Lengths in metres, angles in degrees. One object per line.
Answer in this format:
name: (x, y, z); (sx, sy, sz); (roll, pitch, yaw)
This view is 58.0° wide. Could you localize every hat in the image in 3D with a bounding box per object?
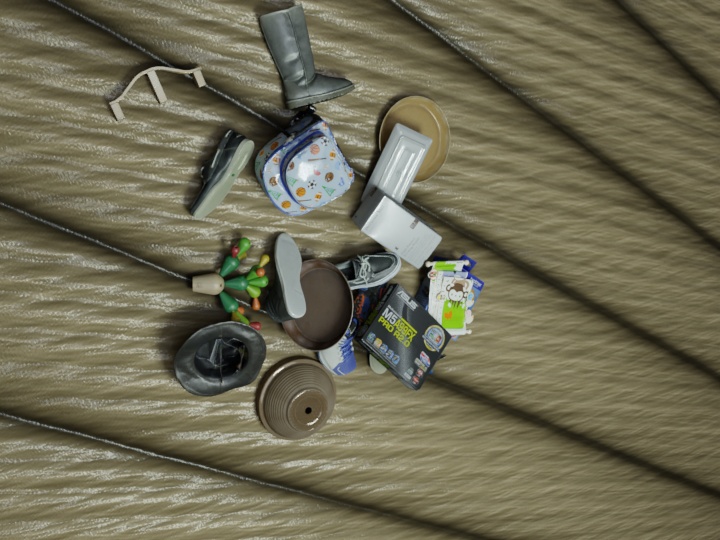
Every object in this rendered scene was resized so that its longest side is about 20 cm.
hat: (-0.306, 0.173, 1.404); (0.197, 0.081, 0.204); (-11, 123, -18)

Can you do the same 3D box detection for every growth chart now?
growth chart: (0.223, 0.068, 1.605); (0.142, 0.018, 0.204); (-8, 103, -24)

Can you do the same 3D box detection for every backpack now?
backpack: (-0.123, -0.212, 1.388); (0.189, 0.154, 0.202); (-31, 119, -1)

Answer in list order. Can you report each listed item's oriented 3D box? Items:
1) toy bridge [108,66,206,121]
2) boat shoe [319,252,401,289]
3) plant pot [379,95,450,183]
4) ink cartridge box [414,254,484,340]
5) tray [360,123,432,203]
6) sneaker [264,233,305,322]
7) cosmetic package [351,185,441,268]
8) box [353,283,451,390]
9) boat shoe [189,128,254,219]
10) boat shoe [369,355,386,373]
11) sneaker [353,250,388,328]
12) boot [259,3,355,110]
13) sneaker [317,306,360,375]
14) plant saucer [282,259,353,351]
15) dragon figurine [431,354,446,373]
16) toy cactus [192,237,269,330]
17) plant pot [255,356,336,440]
toy bridge: (-0.403, -0.365, 1.284); (0.198, 0.027, 0.068); (-29, 111, -19)
boat shoe: (-0.001, -0.003, 1.501); (0.195, 0.068, 0.075); (-12, 69, -1)
plant pot: (0.127, -0.312, 1.559); (0.197, 0.027, 0.204); (-5, 102, -26)
ink cartridge box: (0.224, 0.056, 1.655); (0.135, 0.076, 0.203); (28, 86, -28)
tray: (0.087, -0.232, 1.524); (0.106, 0.022, 0.202); (17, 110, -27)
sneaker: (-0.179, 0.023, 1.447); (0.070, 0.099, 0.204); (8, 63, -40)
cosmetic package: (0.087, -0.100, 1.539); (0.198, 0.074, 0.102); (30, 103, -32)
box: (0.102, 0.155, 1.515); (0.200, 0.044, 0.161); (44, 71, -21)
boat shoe: (-0.301, -0.199, 1.358); (0.067, 0.072, 0.202); (33, 92, 9)
boat shoe: (0.080, 0.159, 1.601); (0.067, 0.071, 0.203); (0, 111, -58)
sneaker: (0.027, 0.046, 1.562); (0.074, 0.079, 0.203); (18, 77, 13)
boot: (-0.111, -0.463, 1.395); (0.179, 0.072, 0.204); (-19, 102, -24)
sneaker: (-0.048, 0.158, 1.506); (0.080, 0.114, 0.202); (-38, 116, -36)
plant saucer: (-0.095, 0.077, 1.455); (0.034, 0.197, 0.204); (3, 101, -60)
dragon figurine: (0.164, 0.220, 1.637); (0.198, 0.099, 0.060); (28, 87, -36)
toy cactus: (-0.278, 0.034, 1.399); (0.162, 0.102, 0.204); (-1, 109, -16)
plant pot: (-0.138, 0.311, 1.516); (0.197, 0.092, 0.205); (-6, 103, -24)
